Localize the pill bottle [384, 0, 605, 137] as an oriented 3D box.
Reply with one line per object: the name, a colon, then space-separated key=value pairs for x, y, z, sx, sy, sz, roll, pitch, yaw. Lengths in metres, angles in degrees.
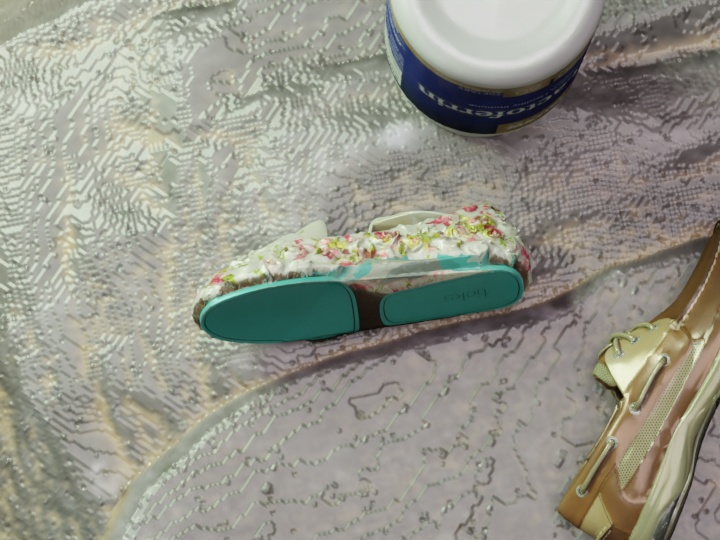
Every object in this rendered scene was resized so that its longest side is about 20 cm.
pill bottle: x=0.071 y=-0.139 z=1.344 sx=0.115 sy=0.200 sz=0.116 roll=0 pitch=82 yaw=0

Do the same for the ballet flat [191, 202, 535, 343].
ballet flat: x=0.000 y=0.000 z=1.398 sx=0.199 sy=0.076 sz=0.064 roll=-5 pitch=51 yaw=-6

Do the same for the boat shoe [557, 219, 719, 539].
boat shoe: x=0.169 y=0.063 z=1.381 sx=0.074 sy=0.076 sz=0.201 roll=21 pitch=81 yaw=5
